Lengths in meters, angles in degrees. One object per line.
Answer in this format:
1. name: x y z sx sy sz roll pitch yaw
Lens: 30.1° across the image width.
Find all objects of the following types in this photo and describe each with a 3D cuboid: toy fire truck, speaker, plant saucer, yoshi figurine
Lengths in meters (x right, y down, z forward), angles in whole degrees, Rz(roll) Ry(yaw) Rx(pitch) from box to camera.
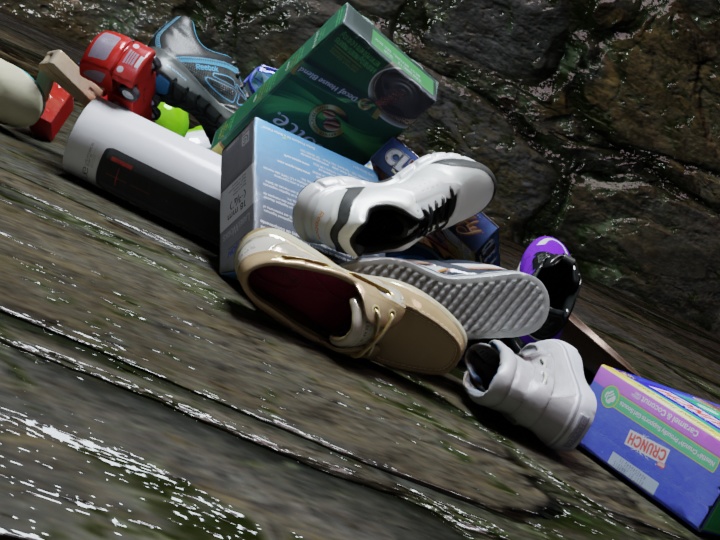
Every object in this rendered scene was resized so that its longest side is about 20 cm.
1. toy fire truck: -0.271 -0.180 1.336 0.141 0.049 0.200 27 -26 5
2. speaker: -0.177 -0.088 1.267 0.199 0.081 0.081 26 7 2
3. plant saucer: 0.255 0.076 1.637 0.200 0.037 0.200 40 7 -6
4. yoshi figurine: -0.199 -0.150 1.553 0.200 0.112 0.112 14 20 -47

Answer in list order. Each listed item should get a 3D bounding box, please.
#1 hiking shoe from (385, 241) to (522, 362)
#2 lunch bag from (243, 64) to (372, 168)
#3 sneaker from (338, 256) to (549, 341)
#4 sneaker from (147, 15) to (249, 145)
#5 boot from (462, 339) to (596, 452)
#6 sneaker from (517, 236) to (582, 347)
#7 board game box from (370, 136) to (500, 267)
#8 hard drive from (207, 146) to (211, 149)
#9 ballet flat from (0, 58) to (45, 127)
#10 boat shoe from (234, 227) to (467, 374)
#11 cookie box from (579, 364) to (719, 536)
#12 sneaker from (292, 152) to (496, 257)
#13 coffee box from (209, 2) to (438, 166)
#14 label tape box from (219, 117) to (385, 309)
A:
1. hiking shoe: 0.082 0.034 1.267 0.200 0.075 0.087 30 7 -28
2. lunch bag: -0.059 -0.132 1.503 0.200 0.128 0.170 39 -20 -3
3. sneaker: 0.054 0.028 1.137 0.199 0.079 0.079 5 2 -17
4. sneaker: -0.136 -0.175 1.370 0.073 0.082 0.200 -3 -37 48
5. boot: 0.133 0.084 1.133 0.095 0.074 0.200 30 7 -7
6. sneaker: 0.216 0.012 1.496 0.069 0.100 0.200 21 40 -2
7. board game box: 0.077 -0.043 1.317 0.135 0.035 0.200 42 -8 15
8. hard drive: -0.128 -0.092 1.432 0.132 0.025 0.200 22 -11 -25
9. ballet flat: -0.402 -0.193 1.360 0.200 0.070 0.069 28 7 34
10. boat shoe: -0.009 0.037 1.040 0.199 0.074 0.069 24 19 -9
11. cookie box: 0.304 0.165 1.138 0.200 0.075 0.171 19 10 -38
12. sneaker: 0.043 -0.047 1.140 0.199 0.074 0.080 -16 31 -32
13. coffee box: -0.036 -0.144 1.269 0.123 0.200 0.044 38 33 -22
14. label tape box: -0.049 -0.017 1.171 0.144 0.063 0.201 22 49 -32
